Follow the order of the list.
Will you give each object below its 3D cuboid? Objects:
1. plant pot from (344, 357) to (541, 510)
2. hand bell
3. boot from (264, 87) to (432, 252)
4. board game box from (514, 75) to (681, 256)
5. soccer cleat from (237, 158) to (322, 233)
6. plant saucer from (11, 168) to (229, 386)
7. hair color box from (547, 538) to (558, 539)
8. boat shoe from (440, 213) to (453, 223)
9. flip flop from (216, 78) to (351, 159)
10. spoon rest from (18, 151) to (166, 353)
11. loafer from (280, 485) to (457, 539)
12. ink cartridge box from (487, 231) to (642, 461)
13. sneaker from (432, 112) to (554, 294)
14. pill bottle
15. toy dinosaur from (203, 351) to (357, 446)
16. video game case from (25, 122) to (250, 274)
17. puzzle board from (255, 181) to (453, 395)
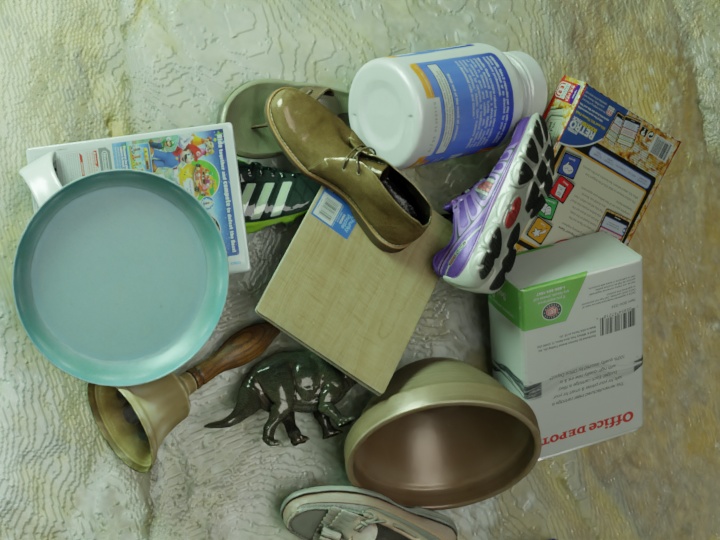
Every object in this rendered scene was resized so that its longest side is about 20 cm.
[{"bbox_3d":[0.079,0.153,1.660,0.199,0.201,0.093,10,49,-21],"label":"plant pot"},{"bbox_3d":[-0.158,0.102,1.608,0.199,0.104,0.105,-32,102,-32],"label":"hand bell"},{"bbox_3d":[-0.007,-0.108,1.582,0.200,0.075,0.074,45,63,-7],"label":"boot"},{"bbox_3d":[0.232,-0.081,1.735,0.151,0.046,0.201,26,93,-32],"label":"board game box"},{"bbox_3d":[-0.098,-0.079,1.629,0.198,0.067,0.082,-18,95,-18],"label":"soccer cleat"},{"bbox_3d":[-0.220,0.005,1.511,0.198,0.027,0.202,-3,102,-15],"label":"plant saucer"},{"bbox_3d":[0.184,0.397,1.743,0.108,0.065,0.202,-8,95,-21],"label":"hair color box"},{"bbox_3d":[0.033,-0.001,1.678,0.198,0.076,0.075,-17,99,-20],"label":"boat shoe"},{"bbox_3d":[-0.049,-0.151,1.652,0.198,0.057,0.082,2,89,-22],"label":"flip flop"},{"bbox_3d":[-0.257,-0.016,1.535,0.099,0.061,0.201,-31,93,-1],"label":"spoon rest"},{"bbox_3d":[0.016,0.269,1.662,0.198,0.063,0.072,15,125,-24],"label":"loafer"},{"bbox_3d":[0.214,0.079,1.709,0.144,0.084,0.202,-14,117,-19],"label":"ink cartridge box"},{"bbox_3d":[0.129,-0.075,1.632,0.201,0.083,0.081,-61,145,-21],"label":"sneaker"},{"bbox_3d":[0.094,-0.170,1.667,0.199,0.112,0.113,-13,95,-39],"label":"pill bottle"},{"bbox_3d":[-0.065,0.120,1.648,0.198,0.077,0.103,-15,76,-9],"label":"toy dinosaur"},{"bbox_3d":[-0.212,-0.057,1.574,0.198,0.018,0.145,-7,93,-3],"label":"video game case"},{"bbox_3d":[0.000,0.000,1.605,0.150,0.017,0.201,34,63,-13],"label":"puzzle board"}]
